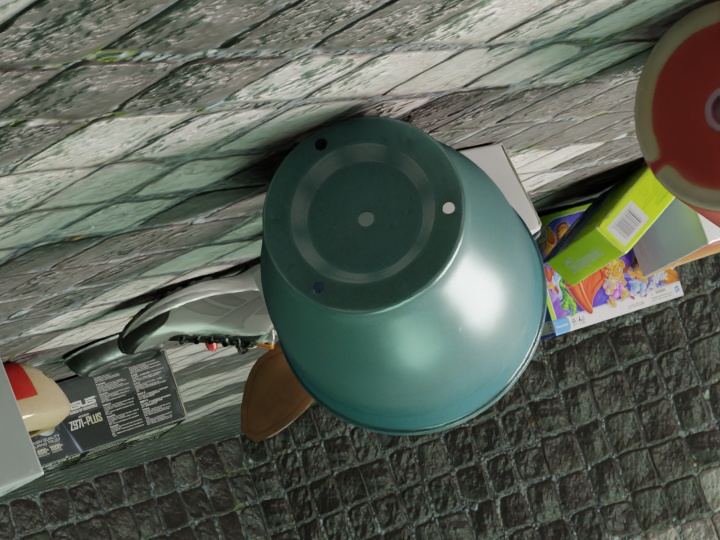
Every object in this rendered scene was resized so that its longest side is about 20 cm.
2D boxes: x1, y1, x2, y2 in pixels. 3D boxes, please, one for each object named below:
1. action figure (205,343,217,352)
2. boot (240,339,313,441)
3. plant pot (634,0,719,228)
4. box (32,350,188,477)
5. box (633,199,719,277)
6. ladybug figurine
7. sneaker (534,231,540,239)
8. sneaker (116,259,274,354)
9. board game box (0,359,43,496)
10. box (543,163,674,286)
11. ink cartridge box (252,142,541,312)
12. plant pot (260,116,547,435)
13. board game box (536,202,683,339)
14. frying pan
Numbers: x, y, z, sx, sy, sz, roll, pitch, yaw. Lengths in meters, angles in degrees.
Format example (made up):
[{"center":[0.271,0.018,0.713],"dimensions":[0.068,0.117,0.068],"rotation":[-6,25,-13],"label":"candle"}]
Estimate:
[{"center":[-0.107,0.045,1.919],"dimensions":[0.065,0.052,0.200],"rotation":[-13,169,-23],"label":"action figure"},{"center":[-0.043,0.075,1.924],"dimensions":[0.200,0.070,0.146],"rotation":[-55,174,20],"label":"boot"},{"center":[0.289,-0.102,1.290],"dimensions":[0.200,0.202,0.177],"rotation":[-23,163,33],"label":"plant pot"},{"center":[-0.320,0.173,2.171],"dimensions":[0.199,0.087,0.164],"rotation":[-17,173,-20],"label":"box"},{"center":[0.396,-0.080,2.088],"dimensions":[0.151,0.107,0.200],"rotation":[-18,174,-14],"label":"box"},{"center":[-0.375,0.139,1.782],"dimensions":[0.199,0.072,0.136],"rotation":[-16,173,-33],"label":"ladybug figurine"},{"center":[0.115,-0.025,1.933],"dimensions":[0.081,0.074,0.200],"rotation":[-31,176,33],"label":"sneaker"},{"center":[-0.124,0.044,1.707],"dimensions":[0.199,0.080,0.074],"rotation":[-17,175,-8],"label":"sneaker"},{"center":[-0.316,0.107,1.363],"dimensions":[0.064,0.148,0.200],"rotation":[-18,174,-34],"label":"board game box"},{"center":[0.273,-0.052,2.022],"dimensions":[0.122,0.048,0.200],"rotation":[-47,-179,-16],"label":"box"},{"center":[0.029,-0.015,1.534],"dimensions":[0.145,0.088,0.200],"rotation":[-15,166,-40],"label":"ink cartridge box"},{"center":[0.017,-0.009,1.265],"dimensions":[0.199,0.201,0.188],"rotation":[-20,158,5],"label":"plant pot"},{"center":[0.270,-0.009,2.170],"dimensions":[0.199,0.135,0.045],"rotation":[-16,177,-32],"label":"board game box"},{"center":[-0.274,0.096,1.947],"dimensions":[0.190,0.031,0.115],"rotation":[-29,168,40],"label":"frying pan"}]
